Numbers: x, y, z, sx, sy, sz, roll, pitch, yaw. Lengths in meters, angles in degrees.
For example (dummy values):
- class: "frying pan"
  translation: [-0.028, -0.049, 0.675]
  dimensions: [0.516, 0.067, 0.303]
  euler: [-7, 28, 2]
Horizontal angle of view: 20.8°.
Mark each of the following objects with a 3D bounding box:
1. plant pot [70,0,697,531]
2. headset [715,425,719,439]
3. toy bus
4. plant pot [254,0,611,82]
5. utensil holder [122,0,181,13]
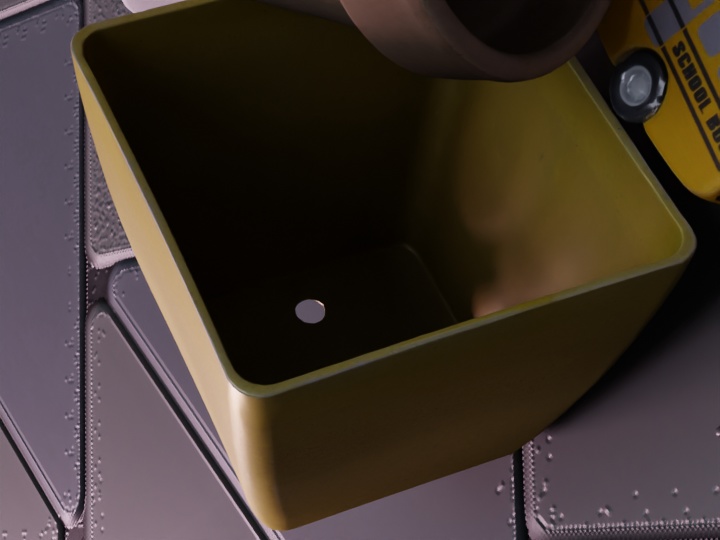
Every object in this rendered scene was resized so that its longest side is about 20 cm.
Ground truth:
- class: "plant pot"
  translation: [0.000, 0.000, 0.864]
  dimensions: [0.177, 0.200, 0.200]
  euler: [97, 150, -52]
- class: "headset"
  translation: [0.212, -0.003, 0.707]
  dimensions: [0.200, 0.094, 0.124]
  euler: [-55, 38, 9]
- class: "toy bus"
  translation: [0.139, -0.118, 0.830]
  dimensions: [0.078, 0.065, 0.200]
  euler: [-41, 57, 36]
- class: "plant pot"
  translation: [-0.008, -0.176, 0.778]
  dimensions: [0.174, 0.200, 0.201]
  euler: [5, 89, 33]
- class: "utensil holder"
  translation: [-0.051, -0.236, 0.978]
  dimensions: [0.170, 0.170, 0.201]
  euler: [-15, 77, 45]
